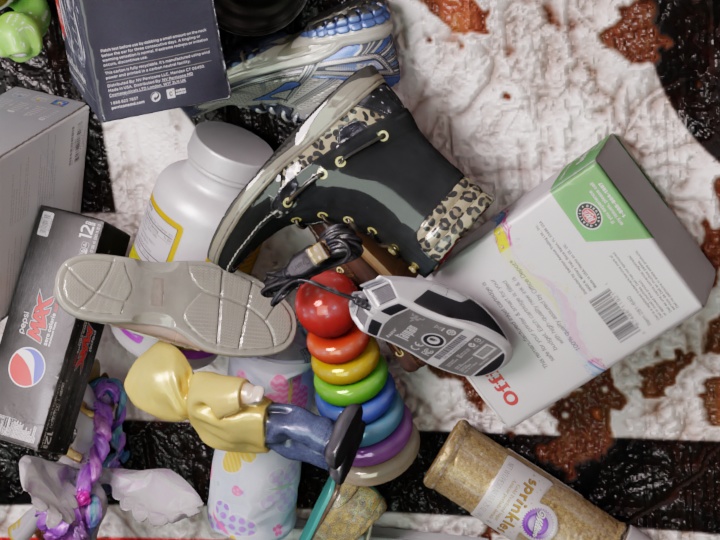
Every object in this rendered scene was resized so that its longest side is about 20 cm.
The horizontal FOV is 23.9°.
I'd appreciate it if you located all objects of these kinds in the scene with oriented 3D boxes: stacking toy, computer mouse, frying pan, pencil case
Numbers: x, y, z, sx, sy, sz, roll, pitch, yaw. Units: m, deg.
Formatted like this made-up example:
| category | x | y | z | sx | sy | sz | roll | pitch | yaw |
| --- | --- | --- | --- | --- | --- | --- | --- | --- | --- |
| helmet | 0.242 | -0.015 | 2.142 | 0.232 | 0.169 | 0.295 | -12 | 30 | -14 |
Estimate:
| category | x | y | z | sx | sy | sz | roll | pitch | yaw |
| --- | --- | --- | --- | --- | --- | --- | --- | --- | --- |
| stacking toy | -0.011 | 0.083 | 1.422 | 0.085 | 0.086 | 0.201 | -3 | 128 | 19 |
| computer mouse | 0.030 | 0.025 | 1.323 | 0.199 | 0.044 | 0.110 | 25 | 142 | -19 |
| frying pan | -0.057 | -0.259 | 1.366 | 0.189 | 0.031 | 0.116 | -18 | 104 | 20 |
| pencil case | -0.083 | 0.141 | 1.502 | 0.083 | 0.090 | 0.202 | 27 | 118 | 31 |

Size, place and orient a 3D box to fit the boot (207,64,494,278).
| category | x | y | z | sx | sy | sz | roll | pitch | yaw |
| --- | --- | --- | --- | --- | --- | --- | --- | --- | --- |
| boot | -0.010 | -0.039 | 1.335 | 0.154 | 0.073 | 0.204 | 43 | 102 | 2 |

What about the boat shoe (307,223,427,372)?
| category | x | y | z | sx | sy | sz | roll | pitch | yaw |
| --- | --- | --- | --- | --- | --- | --- | --- | --- | --- |
| boat shoe | 0.000 | 0.000 | 1.425 | 0.070 | 0.070 | 0.200 | -38 | 95 | 23 |

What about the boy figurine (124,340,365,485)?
| category | x | y | z | sx | sy | sz | roll | pitch | yaw |
| --- | --- | --- | --- | --- | --- | --- | --- | --- | --- |
| boy figurine | -0.097 | 0.116 | 1.396 | 0.198 | 0.065 | 0.125 | 19 | 157 | 16 |

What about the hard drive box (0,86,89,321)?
| category | x | y | z | sx | sy | sz | roll | pitch | yaw |
| --- | --- | --- | --- | --- | --- | --- | --- | --- | --- |
| hard drive box | -0.311 | -0.051 | 1.438 | 0.076 | 0.200 | 0.157 | 14 | 114 | 13 |

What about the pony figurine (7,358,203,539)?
| category | x | y | z | sx | sy | sz | roll | pitch | yaw |
| --- | --- | --- | --- | --- | --- | --- | --- | --- | --- |
| pony figurine | -0.251 | 0.205 | 1.539 | 0.165 | 0.193 | 0.201 | 10 | 115 | -29 |

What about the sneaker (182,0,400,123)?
| category | x | y | z | sx | sy | sz | roll | pitch | yaw |
| --- | --- | --- | --- | --- | --- | --- | --- | --- | --- |
| sneaker | -0.057 | -0.150 | 1.386 | 0.199 | 0.077 | 0.086 | -16 | 109 | 24 |

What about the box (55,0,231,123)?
| category | x | y | z | sx | sy | sz | roll | pitch | yaw |
| --- | --- | --- | --- | --- | --- | --- | --- | --- | --- |
| box | -0.182 | -0.229 | 1.316 | 0.103 | 0.200 | 0.184 | -12 | 108 | -13 |

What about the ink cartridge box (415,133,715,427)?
| category | x | y | z | sx | sy | sz | roll | pitch | yaw |
| --- | --- | --- | --- | --- | --- | --- | --- | --- | --- |
| ink cartridge box | 0.160 | 0.010 | 1.367 | 0.199 | 0.084 | 0.145 | -35 | 96 | 27 |

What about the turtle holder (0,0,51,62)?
| category | x | y | z | sx | sy | sz | roll | pitch | yaw |
| --- | --- | --- | --- | --- | --- | --- | --- | --- | --- |
| turtle holder | -0.335 | -0.261 | 1.403 | 0.140 | 0.132 | 0.187 | -4 | 109 | 19 |

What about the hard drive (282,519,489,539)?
| category | x | y | z | sx | sy | sz | roll | pitch | yaw |
| --- | --- | --- | --- | --- | --- | --- | --- | --- | --- |
| hard drive | 0.022 | 0.299 | 1.559 | 0.198 | 0.026 | 0.133 | 3 | 111 | 18 |

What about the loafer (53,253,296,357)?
| category | x | y | z | sx | sy | sz | roll | pitch | yaw |
| --- | --- | --- | --- | --- | --- | --- | --- | --- | --- |
| loafer | -0.152 | 0.028 | 1.385 | 0.198 | 0.063 | 0.073 | 12 | 77 | -13 |

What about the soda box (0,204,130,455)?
| category | x | y | z | sx | sy | sz | roll | pitch | yaw |
| --- | --- | --- | --- | --- | --- | --- | --- | --- | --- |
| soda box | -0.261 | 0.052 | 1.448 | 0.063 | 0.071 | 0.202 | 14 | 84 | 14 |

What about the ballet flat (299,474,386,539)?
| category | x | y | z | sx | sy | sz | roll | pitch | yaw |
| --- | --- | --- | --- | --- | --- | --- | --- | --- | --- |
| ballet flat | -0.038 | 0.264 | 1.519 | 0.070 | 0.071 | 0.201 | 33 | 116 | 4 |

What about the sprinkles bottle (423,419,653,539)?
| category | x | y | z | sx | sy | sz | roll | pitch | yaw |
| --- | --- | --- | --- | --- | --- | --- | --- | --- | --- |
| sprinkles bottle | 0.152 | 0.208 | 1.456 | 0.199 | 0.068 | 0.069 | 32 | 117 | 5 |

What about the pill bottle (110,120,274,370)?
| category | x | y | z | sx | sy | sz | roll | pitch | yaw |
| --- | --- | --- | --- | --- | --- | --- | --- | --- | --- |
| pill bottle | -0.138 | -0.022 | 1.445 | 0.104 | 0.104 | 0.201 | 27 | 116 | 7 |
